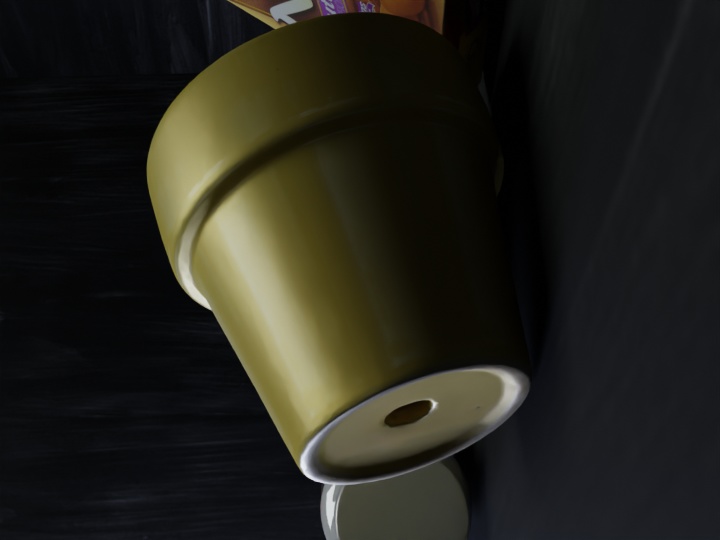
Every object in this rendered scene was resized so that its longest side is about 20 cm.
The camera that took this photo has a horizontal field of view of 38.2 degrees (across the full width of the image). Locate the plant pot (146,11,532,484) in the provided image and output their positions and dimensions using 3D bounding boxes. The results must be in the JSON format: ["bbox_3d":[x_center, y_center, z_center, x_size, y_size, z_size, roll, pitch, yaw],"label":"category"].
[{"bbox_3d":[0.000,0.000,0.563,0.202,0.197,0.191,92,161,-59],"label":"plant pot"}]

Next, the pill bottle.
[{"bbox_3d":[0.025,0.180,0.802,0.200,0.114,0.118,102,166,-83],"label":"pill bottle"}]

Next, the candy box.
[{"bbox_3d":[-0.013,-0.190,0.644,0.056,0.199,0.118,-42,-26,-27],"label":"candy box"}]
